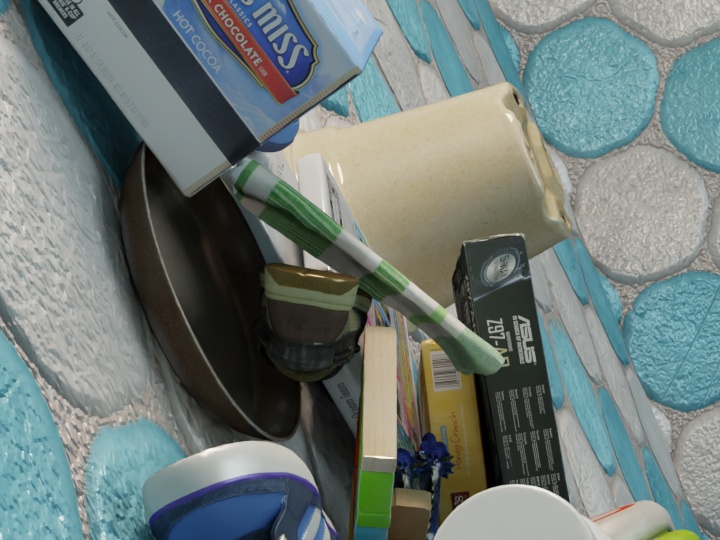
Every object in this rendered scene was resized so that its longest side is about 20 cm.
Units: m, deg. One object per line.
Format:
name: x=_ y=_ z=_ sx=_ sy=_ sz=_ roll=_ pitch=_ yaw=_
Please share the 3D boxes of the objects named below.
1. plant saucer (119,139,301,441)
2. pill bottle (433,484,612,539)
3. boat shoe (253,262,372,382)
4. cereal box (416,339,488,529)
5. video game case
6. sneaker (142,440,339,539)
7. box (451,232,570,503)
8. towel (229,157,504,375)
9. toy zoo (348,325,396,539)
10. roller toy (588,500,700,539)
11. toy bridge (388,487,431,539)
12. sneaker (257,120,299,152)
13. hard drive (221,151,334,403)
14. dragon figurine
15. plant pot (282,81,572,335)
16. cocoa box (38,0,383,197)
plant saucer: x=-0.092 y=0.012 z=1.180 sx=0.200 sy=0.032 sz=0.201 roll=-22 pitch=90 yaw=-78
pill bottle: x=0.107 y=0.201 z=1.138 sx=0.200 sy=0.113 sz=0.114 roll=56 pitch=16 yaw=-59
boat shoe: x=-0.034 y=0.033 z=1.182 sx=0.200 sy=0.073 sz=0.065 roll=49 pitch=54 yaw=-84
cereal box: x=0.066 y=0.134 z=1.433 sx=0.200 sy=0.039 sz=0.145 roll=83 pitch=1 yaw=-79
video game case: x=0.001 y=0.046 z=1.397 sx=0.201 sy=0.024 sz=0.182 roll=-96 pitch=164 yaw=-46
sneaker: x=-0.037 y=0.180 z=1.009 sx=0.200 sy=0.080 sz=0.147 roll=54 pitch=13 yaw=-63
box: x=0.102 y=0.086 z=1.387 sx=0.160 sy=0.043 sz=0.201 roll=93 pitch=-11 yaw=-80
towel: x=0.000 y=0.000 z=1.248 sx=0.200 sy=0.023 sz=0.153 roll=39 pitch=-4 yaw=-1
toy zoo: x=0.005 y=0.152 z=1.172 sx=0.131 sy=0.020 sz=0.201 roll=-88 pitch=-178 yaw=-58
roller toy: x=0.161 y=0.262 z=1.464 sx=0.200 sy=0.181 sz=0.140 roll=123 pitch=-53 yaw=-78
toy bridge: x=0.025 y=0.214 z=1.143 sx=0.201 sy=0.027 sz=0.068 roll=-88 pitch=-175 yaw=-53
sneaker: x=-0.090 y=-0.156 z=1.316 sx=0.200 sy=0.082 sz=0.074 roll=48 pitch=15 yaw=-39
hard drive: x=-0.052 y=-0.021 z=1.413 sx=0.132 sy=0.025 sz=0.201 roll=-86 pitch=150 yaw=-63
dragon figurine: x=0.042 y=0.198 z=1.261 sx=0.100 sy=0.058 sz=0.201 roll=98 pitch=-15 yaw=-47
plant pot: x=0.061 y=-0.055 z=1.582 sx=0.201 sy=0.183 sz=0.201 roll=60 pitch=15 yaw=-27
cocoa box: x=-0.097 y=-0.170 z=1.158 sx=0.200 sy=0.131 sz=0.133 roll=53 pitch=15 yaw=-10
